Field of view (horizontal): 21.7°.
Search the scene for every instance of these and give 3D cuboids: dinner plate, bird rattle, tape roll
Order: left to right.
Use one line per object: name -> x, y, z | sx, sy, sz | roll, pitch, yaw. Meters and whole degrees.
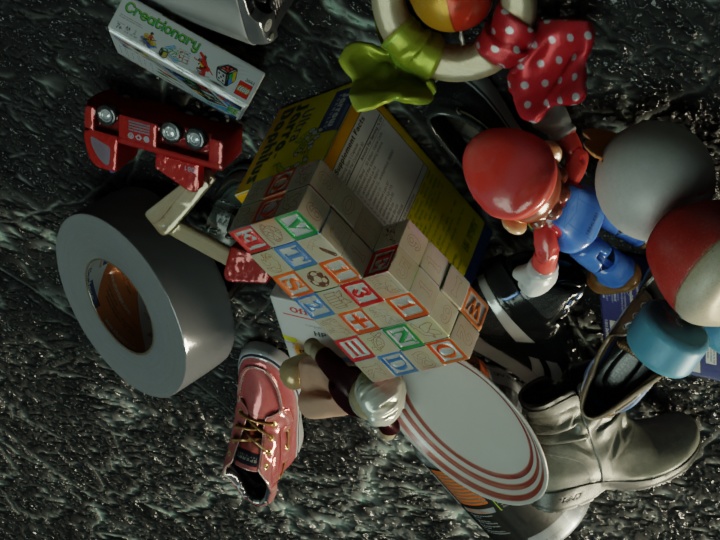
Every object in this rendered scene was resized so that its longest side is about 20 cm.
tape roll -> -0.212, 0.021, 1.838 | 0.200, 0.066, 0.202 | 33, 139, 34
dinner plate -> 0.093, 0.131, 1.696 | 0.199, 0.024, 0.201 | 35, 151, 22
bird rattle -> 0.079, -0.189, 1.436 | 0.198, 0.113, 0.164 | 1, 122, 26

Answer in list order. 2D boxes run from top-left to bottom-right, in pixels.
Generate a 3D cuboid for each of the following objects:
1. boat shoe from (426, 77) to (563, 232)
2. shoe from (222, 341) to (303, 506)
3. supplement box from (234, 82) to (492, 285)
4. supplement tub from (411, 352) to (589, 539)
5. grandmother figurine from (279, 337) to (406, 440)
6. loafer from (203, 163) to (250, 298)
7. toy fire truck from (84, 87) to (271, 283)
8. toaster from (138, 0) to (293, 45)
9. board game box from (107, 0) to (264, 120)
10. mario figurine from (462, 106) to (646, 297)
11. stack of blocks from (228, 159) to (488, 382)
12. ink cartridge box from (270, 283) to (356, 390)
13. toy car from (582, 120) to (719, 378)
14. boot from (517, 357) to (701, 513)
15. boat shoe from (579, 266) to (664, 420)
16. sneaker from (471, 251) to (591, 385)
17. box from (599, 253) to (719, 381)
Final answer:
boat shoe -> 0.117, -0.085, 1.575 | 0.068, 0.057, 0.200 | -13, 130, 41
shoe -> -0.105, 0.168, 2.008 | 0.071, 0.091, 0.201 | 14, 144, 15
supplement box -> 0.006, -0.049, 1.645 | 0.109, 0.109, 0.200 | -15, 129, 42
supplement tub -> 0.131, 0.177, 1.848 | 0.122, 0.123, 0.200 | -11, 131, 40
grandmother figurine -> -0.009, 0.114, 1.725 | 0.121, 0.061, 0.200 | 37, 168, -15
loafer -> -0.121, -0.021, 1.798 | 0.071, 0.063, 0.200 | 25, 145, 1
toy fire truck -> -0.161, -0.077, 1.714 | 0.198, 0.049, 0.142 | 15, 119, 16
toaster -> -0.117, -0.272, 1.432 | 0.128, 0.114, 0.201 | 15, 147, 17
board game box -> -0.144, -0.173, 1.554 | 0.126, 0.035, 0.200 | 29, 179, -6
mario figurine -> 0.151, -0.059, 1.535 | 0.106, 0.124, 0.199 | -26, 138, 36
stack of blocks -> 0.000, 0.000, 1.565 | 0.115, 0.059, 0.200 | -16, 128, 42
ink cartridge box -> -0.015, 0.047, 1.817 | 0.114, 0.068, 0.201 | 10, 142, 22
toy car -> 0.259, -0.056, 1.476 | 0.200, 0.176, 0.185 | 49, 127, 26
boot -> 0.234, 0.137, 1.722 | 0.068, 0.198, 0.132 | 42, 141, 49
boat shoe -> 0.250, 0.055, 1.591 | 0.072, 0.072, 0.201 | 33, 121, 9
sneaker -> 0.180, 0.050, 1.700 | 0.199, 0.073, 0.112 | 27, 122, -37
box -> 0.310, 0.050, 1.651 | 0.198, 0.033, 0.122 | 13, 143, 20
